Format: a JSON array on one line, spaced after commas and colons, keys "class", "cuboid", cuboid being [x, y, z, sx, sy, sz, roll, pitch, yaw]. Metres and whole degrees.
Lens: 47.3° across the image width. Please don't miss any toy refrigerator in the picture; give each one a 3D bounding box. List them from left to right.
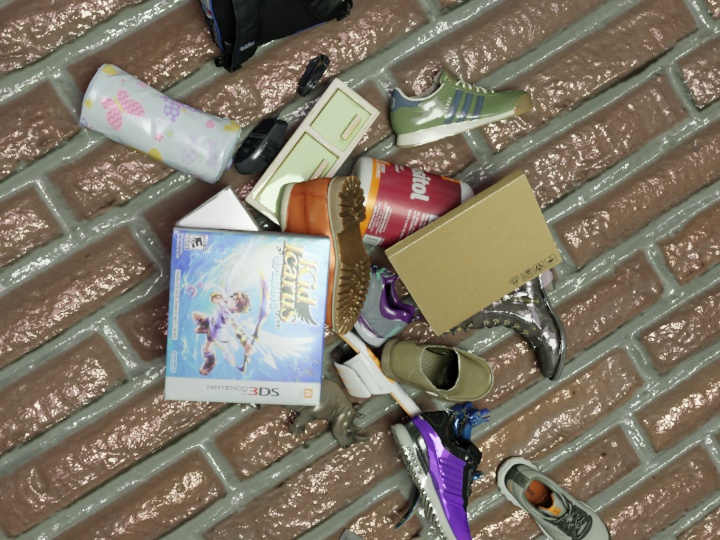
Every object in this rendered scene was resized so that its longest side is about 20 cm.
[{"class": "toy refrigerator", "cuboid": [-0.066, -0.150, 1.090, 0.076, 0.070, 0.200, 37, 86, -9]}]

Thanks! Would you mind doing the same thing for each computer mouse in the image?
[{"class": "computer mouse", "cuboid": [-0.098, -0.205, 1.094, 0.034, 0.059, 0.200, 41, 81, -31]}]

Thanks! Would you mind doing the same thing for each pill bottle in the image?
[{"class": "pill bottle", "cuboid": [0.081, -0.076, 1.098, 0.200, 0.113, 0.113, 13, 91, -11]}]

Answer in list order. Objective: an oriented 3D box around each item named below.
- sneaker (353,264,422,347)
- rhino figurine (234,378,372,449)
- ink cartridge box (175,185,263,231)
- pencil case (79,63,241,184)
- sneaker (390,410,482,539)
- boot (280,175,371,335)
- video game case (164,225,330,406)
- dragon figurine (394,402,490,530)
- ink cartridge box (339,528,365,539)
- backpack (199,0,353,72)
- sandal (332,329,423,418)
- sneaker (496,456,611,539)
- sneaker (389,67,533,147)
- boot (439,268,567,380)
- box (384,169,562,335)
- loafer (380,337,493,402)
[{"class": "sneaker", "cuboid": [0.000, 0.000, 1.091, 0.087, 0.074, 0.200, -33, 95, 27]}, {"class": "rhino figurine", "cuboid": [-0.069, 0.183, 1.115, 0.200, 0.060, 0.088, 30, 91, -12]}, {"class": "ink cartridge box", "cuboid": [-0.142, -0.002, 1.047, 0.084, 0.145, 0.200, -34, 98, -4]}, {"class": "pencil case", "cuboid": [-0.253, -0.187, 1.049, 0.200, 0.083, 0.091, 23, 85, -10]}, {"class": "sneaker", "cuboid": [0.123, 0.276, 1.088, 0.099, 0.070, 0.200, -26, 98, -10]}, {"class": "boot", "cuboid": [-0.048, -0.020, 1.037, 0.107, 0.075, 0.201, 3, 102, 29]}, {"class": "video game case", "cuboid": [-0.131, 0.054, 0.958, 0.181, 0.045, 0.201, 3, 96, -8]}, {"class": "dragon figurine", "cuboid": [0.106, 0.268, 1.150, 0.200, 0.059, 0.100, -34, 98, -7]}, {"class": "ink cartridge box", "cuboid": [-0.036, 0.464, 1.066, 0.041, 0.200, 0.200, 30, 89, -10]}, {"class": "backpack", "cuboid": [-0.121, -0.370, 1.008, 0.200, 0.191, 0.154, -28, 81, -7]}, {"class": "sandal", "cuboid": [0.016, 0.158, 1.118, 0.059, 0.079, 0.207, -41, 101, -6]}, {"class": "sneaker", "cuboid": [0.283, 0.348, 1.176, 0.200, 0.079, 0.074, 38, 85, -11]}, {"class": "sneaker", "cuboid": [0.134, -0.235, 1.119, 0.200, 0.067, 0.090, -17, 101, -5]}, {"class": "boot", "cuboid": [0.189, 0.069, 1.155, 0.174, 0.069, 0.201, -10, 88, -6]}, {"class": "box", "cuboid": [0.150, -0.019, 1.064, 0.200, 0.021, 0.164, -31, 128, 3]}, {"class": "loafer", "cuboid": [0.116, 0.140, 1.107, 0.200, 0.067, 0.076, 15, 82, -38]}]
